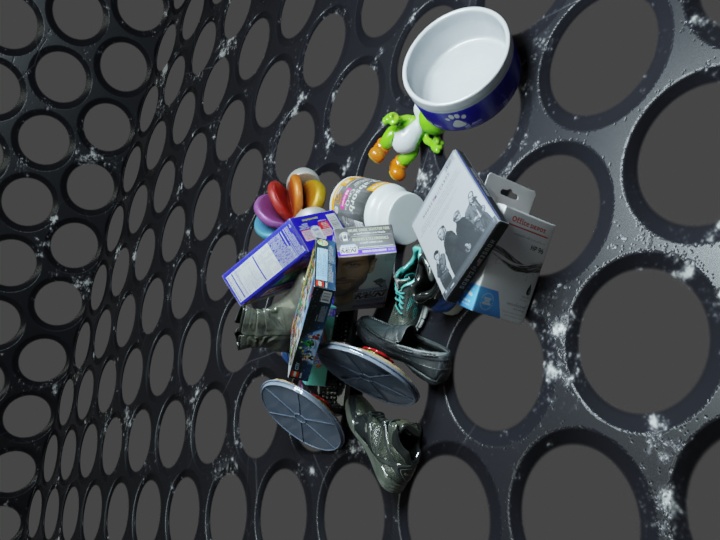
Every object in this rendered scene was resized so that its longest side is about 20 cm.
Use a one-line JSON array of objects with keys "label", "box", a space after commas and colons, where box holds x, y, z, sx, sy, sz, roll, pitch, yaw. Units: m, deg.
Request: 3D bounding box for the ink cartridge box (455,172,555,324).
[{"label": "ink cartridge box", "box": [0.221, -0.033, 1.085, 0.067, 0.114, 0.205, 24, 99, 56]}]

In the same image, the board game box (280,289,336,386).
[{"label": "board game box", "box": [-0.107, 0.124, 1.417, 0.199, 0.044, 0.156, -156, 74, -68]}]

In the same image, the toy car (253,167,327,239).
[{"label": "toy car", "box": [-0.171, -0.137, 1.634, 0.200, 0.148, 0.178, -46, 45, 34]}]

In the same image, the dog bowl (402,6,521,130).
[{"label": "dog bowl", "box": [0.175, -0.347, 1.230, 0.196, 0.079, 0.205, -14, 59, 25]}]

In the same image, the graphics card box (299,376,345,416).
[{"label": "graphics card box", "box": [-0.074, 0.200, 1.471, 0.124, 0.050, 0.205, -20, 63, 49]}]

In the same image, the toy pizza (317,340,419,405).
[{"label": "toy pizza", "box": [0.016, 0.173, 1.238, 0.198, 0.200, 0.032, -6, 49, 53]}]

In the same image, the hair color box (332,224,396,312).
[{"label": "hair color box", "box": [0.000, 0.000, 1.313, 0.202, 0.106, 0.066, 97, 165, -57]}]

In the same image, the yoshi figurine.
[{"label": "yoshi figurine", "box": [0.104, -0.261, 1.347, 0.200, 0.111, 0.113, -45, 61, 32]}]

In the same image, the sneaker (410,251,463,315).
[{"label": "sneaker", "box": [0.158, -0.018, 1.172, 0.202, 0.109, 0.077, -56, 40, 25]}]

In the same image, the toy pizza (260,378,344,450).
[{"label": "toy pizza", "box": [-0.111, 0.280, 1.405, 0.198, 0.201, 0.032, -18, 27, 50]}]

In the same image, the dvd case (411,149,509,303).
[{"label": "dvd case", "box": [0.146, -0.072, 1.094, 0.152, 0.024, 0.202, -60, 29, 29]}]

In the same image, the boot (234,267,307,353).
[{"label": "boot", "box": [-0.165, 0.080, 1.340, 0.068, 0.128, 0.203, -112, 35, -50]}]

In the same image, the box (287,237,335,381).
[{"label": "box", "box": [-0.084, 0.067, 1.217, 0.138, 0.037, 0.203, -94, 19, -55]}]

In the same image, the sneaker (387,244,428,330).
[{"label": "sneaker", "box": [0.087, 0.033, 1.270, 0.203, 0.090, 0.078, -62, 37, 19]}]

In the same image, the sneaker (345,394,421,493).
[{"label": "sneaker", "box": [0.046, 0.277, 1.260, 0.115, 0.075, 0.201, -56, 43, 22]}]

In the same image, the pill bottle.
[{"label": "pill bottle", "box": [0.033, -0.115, 1.374, 0.199, 0.114, 0.119, 20, 94, 54]}]

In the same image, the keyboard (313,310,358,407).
[{"label": "keyboard", "box": [-0.028, 0.166, 1.397, 0.124, 0.021, 0.205, 0, 73, 19]}]

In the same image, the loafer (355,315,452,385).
[{"label": "loafer", "box": [0.075, 0.122, 1.232, 0.198, 0.067, 0.072, 28, 121, 31]}]

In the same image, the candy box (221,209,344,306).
[{"label": "candy box", "box": [-0.141, -0.024, 1.369, 0.199, 0.168, 0.078, -35, 83, 29]}]
